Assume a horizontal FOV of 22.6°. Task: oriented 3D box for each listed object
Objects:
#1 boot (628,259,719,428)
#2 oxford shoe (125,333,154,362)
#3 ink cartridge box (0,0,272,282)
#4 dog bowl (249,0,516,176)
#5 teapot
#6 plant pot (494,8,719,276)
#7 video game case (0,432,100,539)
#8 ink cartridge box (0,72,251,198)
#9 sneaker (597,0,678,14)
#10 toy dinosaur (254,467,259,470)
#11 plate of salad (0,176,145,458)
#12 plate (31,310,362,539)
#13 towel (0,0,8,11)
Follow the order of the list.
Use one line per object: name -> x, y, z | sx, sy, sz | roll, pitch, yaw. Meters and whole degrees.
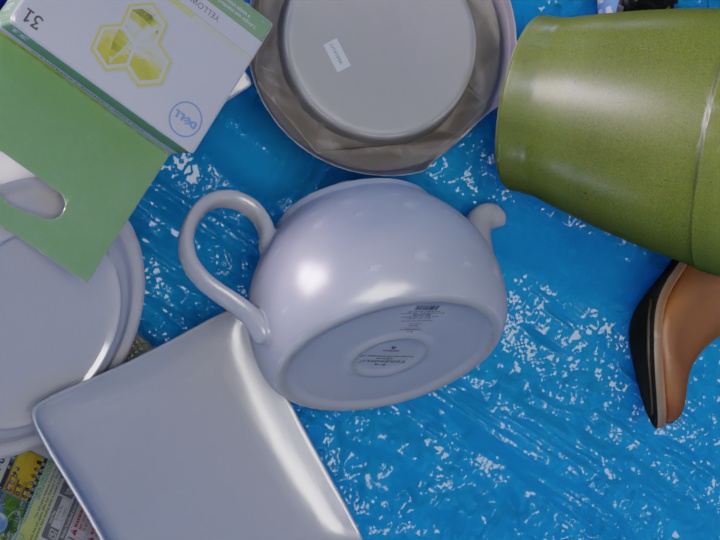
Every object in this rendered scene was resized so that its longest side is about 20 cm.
boot -> 0.288, 0.024, 1.374 | 0.154, 0.074, 0.201 | 3, 90, -6
oxford shoe -> -0.233, 0.061, 1.293 | 0.200, 0.058, 0.075 | 15, 63, -25
ink cartridge box -> -0.166, -0.113, 1.122 | 0.145, 0.048, 0.200 | 36, 75, -23
dog bowl -> 0.010, -0.164, 1.311 | 0.199, 0.059, 0.201 | 1, 86, -12
teapot -> 0.000, 0.000, 1.285 | 0.197, 0.200, 0.146 | -23, 62, 12
plant pot -> 0.205, -0.104, 1.289 | 0.192, 0.200, 0.201 | 13, 91, 20
video game case -> -0.221, 0.148, 1.233 | 0.182, 0.022, 0.200 | 29, 67, -22
ink cartridge box -> -0.199, -0.138, 1.237 | 0.200, 0.147, 0.145 | -31, 98, -8
sneaker -> 0.196, -0.255, 1.356 | 0.072, 0.072, 0.201 | -15, 110, -38
toy dinosaur -> -0.126, 0.157, 1.323 | 0.200, 0.047, 0.088 | 34, 93, -8
plate of salad -> -0.229, 0.030, 1.182 | 0.200, 0.048, 0.201 | -23, 125, -36
plate -> -0.113, 0.149, 1.244 | 0.199, 0.032, 0.200 | -27, 87, -44
towel -> -0.268, -0.237, 1.186 | 0.148, 0.200, 0.050 | -48, 139, -22
